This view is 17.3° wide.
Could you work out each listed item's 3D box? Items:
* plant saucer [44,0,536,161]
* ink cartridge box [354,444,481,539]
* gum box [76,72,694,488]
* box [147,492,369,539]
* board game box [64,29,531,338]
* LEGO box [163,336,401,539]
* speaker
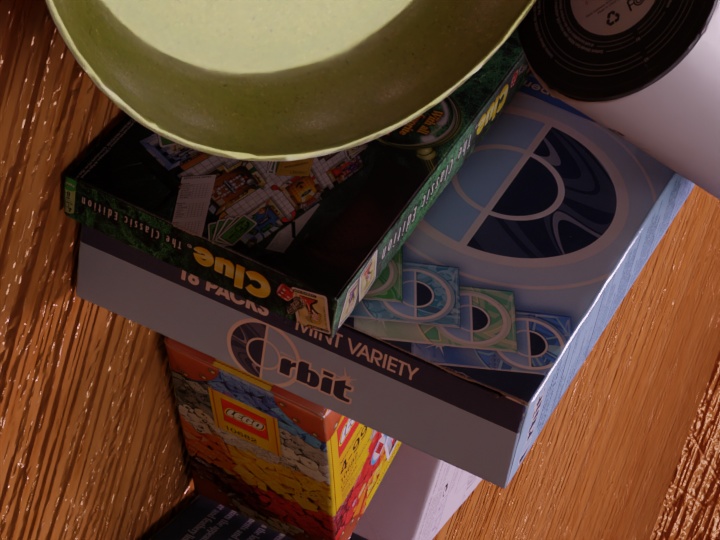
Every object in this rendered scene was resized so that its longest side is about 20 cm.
[{"bbox_3d":[-0.015,-0.131,0.697,0.199,0.031,0.201,-16,122,-28],"label":"plant saucer"},{"bbox_3d":[0.043,0.056,1.273,0.200,0.076,0.137,-38,148,-60],"label":"ink cartridge box"},{"bbox_3d":[0.019,-0.028,0.867,0.200,0.169,0.045,-52,160,-47],"label":"gum box"},{"bbox_3d":[-0.016,0.195,1.021,0.148,0.199,0.108,-37,147,-62],"label":"box"},{"bbox_3d":[-0.010,-0.060,0.842,0.200,0.104,0.024,-52,158,-44],"label":"board game box"},{"bbox_3d":[0.000,0.000,1.027,0.201,0.077,0.149,-60,165,-25],"label":"LEGO box"},{"bbox_3d":[0.139,-0.063,0.837,0.200,0.081,0.082,26,87,-49],"label":"speaker"}]
